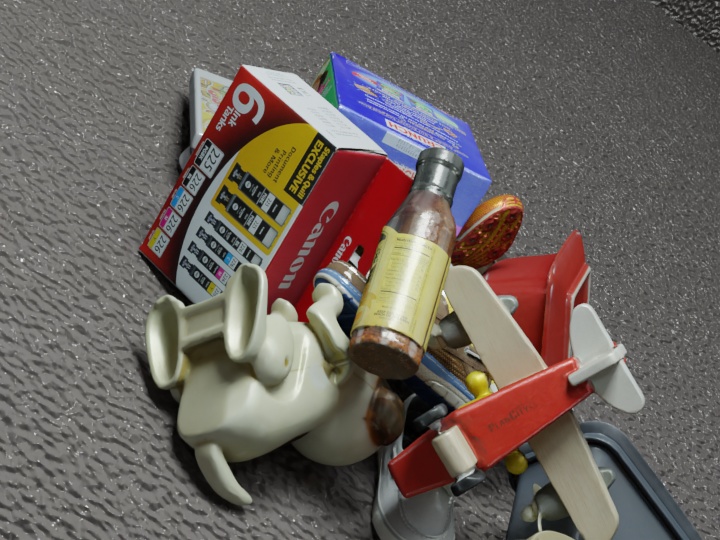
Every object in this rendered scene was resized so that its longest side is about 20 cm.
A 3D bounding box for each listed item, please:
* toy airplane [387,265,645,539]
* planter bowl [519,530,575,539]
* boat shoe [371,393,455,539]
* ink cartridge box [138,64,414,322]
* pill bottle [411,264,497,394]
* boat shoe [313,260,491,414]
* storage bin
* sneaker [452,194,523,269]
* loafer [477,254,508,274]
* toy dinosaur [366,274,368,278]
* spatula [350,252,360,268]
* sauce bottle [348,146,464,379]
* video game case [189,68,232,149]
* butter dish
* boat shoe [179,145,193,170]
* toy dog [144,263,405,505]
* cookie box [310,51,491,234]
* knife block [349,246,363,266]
[{"bbox_3d":[0.136,0.113,1.521,0.198,0.201,0.141,15,-9,-1],"label":"toy airplane"},{"bbox_3d":[0.139,0.296,1.466,0.200,0.135,0.200,33,26,-18],"label":"planter bowl"},{"bbox_3d":[0.054,0.178,1.589,0.072,0.069,0.200,16,27,-4],"label":"boat shoe"},{"bbox_3d":[-0.073,-0.047,1.600,0.176,0.200,0.084,41,21,28],"label":"ink cartridge box"},{"bbox_3d":[0.087,0.070,1.744,0.112,0.112,0.201,-7,67,-60],"label":"pill bottle"},{"bbox_3d":[0.041,0.049,1.594,0.200,0.072,0.072,45,-20,-27],"label":"boat shoe"},{"bbox_3d":[0.202,0.260,1.621,0.200,0.145,0.134,53,36,-19],"label":"storage bin"},{"bbox_3d":[0.086,-0.026,1.839,0.073,0.200,0.077,10,54,-39],"label":"sneaker"},{"bbox_3d":[0.127,0.006,2.025,0.071,0.073,0.200,14,30,-28],"label":"loafer"},{"bbox_3d":[0.002,0.052,1.682,0.101,0.058,0.200,59,43,-41],"label":"toy dinosaur"},{"bbox_3d":[0.000,0.000,1.788,0.057,0.020,0.200,-57,131,-36],"label":"spatula"},{"bbox_3d":[0.044,-0.009,1.508,0.066,0.066,0.201,32,58,-22],"label":"sauce bottle"},{"bbox_3d":[-0.086,-0.137,1.850,0.181,0.023,0.200,19,22,-14],"label":"video game case"},{"bbox_3d":[0.151,0.066,1.860,0.147,0.201,0.199,6,16,13],"label":"butter dish"},{"bbox_3d":[-0.088,-0.066,1.806,0.200,0.066,0.070,43,24,2],"label":"boat shoe"},{"bbox_3d":[-0.053,0.099,1.504,0.200,0.139,0.195,18,52,-43],"label":"toy dog"},{"bbox_3d":[0.030,-0.126,1.811,0.171,0.075,0.200,26,17,-12],"label":"cookie box"},{"bbox_3d":[0.007,-0.061,1.944,0.200,0.064,0.175,51,26,21],"label":"knife block"}]
